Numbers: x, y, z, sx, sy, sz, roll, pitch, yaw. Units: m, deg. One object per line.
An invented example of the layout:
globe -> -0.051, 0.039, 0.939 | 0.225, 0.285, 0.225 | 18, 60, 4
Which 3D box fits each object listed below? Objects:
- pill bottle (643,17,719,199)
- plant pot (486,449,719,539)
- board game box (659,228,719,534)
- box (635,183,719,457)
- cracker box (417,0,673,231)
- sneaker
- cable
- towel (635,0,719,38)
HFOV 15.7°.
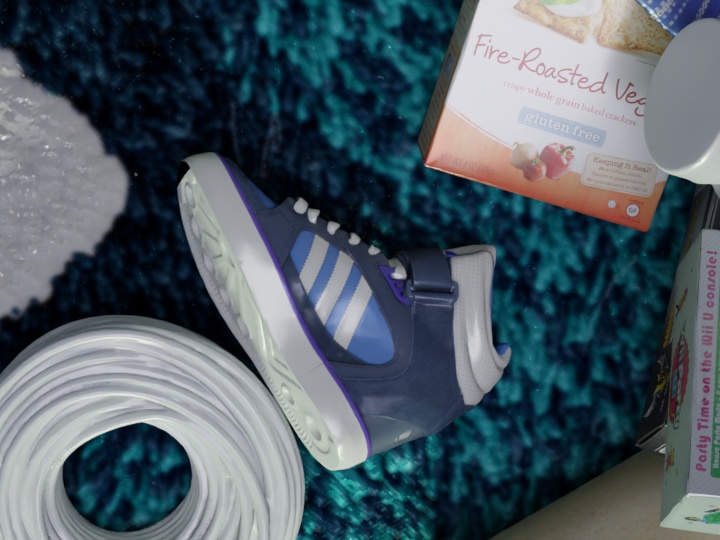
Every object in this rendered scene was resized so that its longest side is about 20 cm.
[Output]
pill bottle -> 0.252, -0.067, 1.358 | 0.200, 0.109, 0.109 | 14, 107, -25
plant pot -> 0.146, 0.197, 1.477 | 0.183, 0.200, 0.201 | -38, 105, -3
board game box -> 0.262, 0.068, 1.349 | 0.199, 0.064, 0.148 | 8, 69, -4
box -> 0.251, 0.025, 1.436 | 0.158, 0.048, 0.200 | 19, 69, -9
cracker box -> 0.125, -0.137, 1.430 | 0.134, 0.058, 0.200 | 16, 105, -8
sneaker -> 0.000, 0.000, 1.469 | 0.146, 0.081, 0.200 | -27, 84, -21
cable -> -0.131, 0.122, 1.493 | 0.199, 0.069, 0.201 | 14, 105, -6
towel -> 0.225, -0.165, 1.388 | 0.200, 0.024, 0.145 | 38, 81, -32
